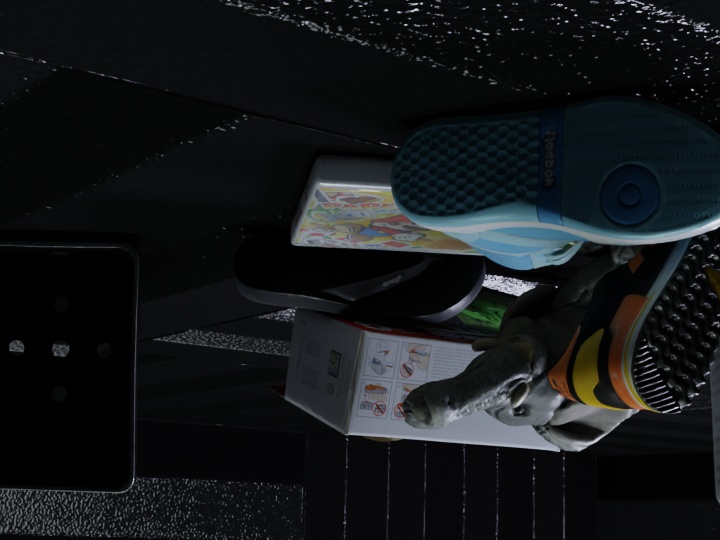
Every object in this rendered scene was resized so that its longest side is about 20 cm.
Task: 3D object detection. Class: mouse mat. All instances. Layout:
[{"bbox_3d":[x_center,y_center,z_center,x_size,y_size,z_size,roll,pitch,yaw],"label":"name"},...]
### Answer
[{"bbox_3d":[0.142,0.050,1.136,0.199,0.008,0.161,15,162,44],"label":"mouse mat"}]

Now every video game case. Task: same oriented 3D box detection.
[{"bbox_3d":[0.057,-0.040,0.911,0.197,0.023,0.182,3,168,-8],"label":"video game case"}]

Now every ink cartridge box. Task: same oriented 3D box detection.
[{"bbox_3d":[0.045,0.084,1.091,0.198,0.085,0.175,8,-176,-26],"label":"ink cartridge box"}]

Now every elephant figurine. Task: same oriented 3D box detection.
[{"bbox_3d":[0.141,0.062,0.950,0.199,0.142,0.155,-37,114,12],"label":"elephant figurine"}]

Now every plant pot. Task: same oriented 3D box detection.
[{"bbox_3d":[-0.280,0.074,1.143,0.197,0.203,0.177,1,-178,-1],"label":"plant pot"}]

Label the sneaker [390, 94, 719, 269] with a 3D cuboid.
[{"bbox_3d":[0.130,-0.043,0.750,0.198,0.081,0.130,6,171,30],"label":"sneaker"}]

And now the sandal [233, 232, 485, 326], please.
[{"bbox_3d":[0.000,0.001,1.014,0.197,0.077,0.043,1,142,0],"label":"sandal"}]

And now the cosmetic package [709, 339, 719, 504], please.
[{"bbox_3d":[0.329,0.054,0.884,0.162,0.203,0.165,0,168,5],"label":"cosmetic package"}]

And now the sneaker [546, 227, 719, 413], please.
[{"bbox_3d":[0.176,0.001,0.760,0.089,0.200,0.070,-8,125,49],"label":"sneaker"}]

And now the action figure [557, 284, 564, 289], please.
[{"bbox_3d":[0.264,0.051,1.143,0.198,0.103,0.118,-6,155,41],"label":"action figure"}]

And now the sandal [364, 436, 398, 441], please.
[{"bbox_3d":[0.012,0.264,2.389,0.199,0.055,0.080,27,151,-32],"label":"sandal"}]
